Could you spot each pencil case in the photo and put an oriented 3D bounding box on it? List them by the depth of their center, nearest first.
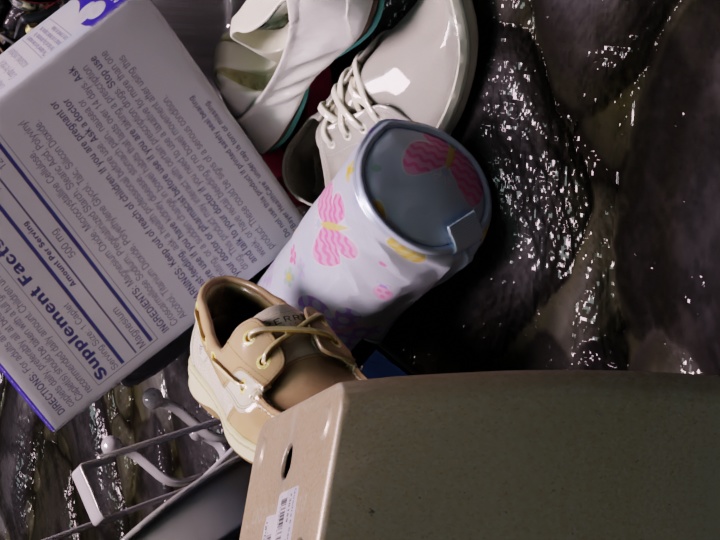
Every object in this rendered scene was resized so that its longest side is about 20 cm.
[{"bbox_3d":[0.000,0.000,0.998,0.091,0.083,0.200,65,147,21],"label":"pencil case"}]

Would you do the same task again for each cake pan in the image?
[{"bbox_3d":[-0.101,0.184,1.116,0.037,0.200,0.201,50,141,17],"label":"cake pan"}]

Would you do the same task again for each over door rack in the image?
[{"bbox_3d":[-0.130,0.111,1.068,0.067,0.200,0.148,52,136,8],"label":"over door rack"}]

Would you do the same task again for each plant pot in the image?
[{"bbox_3d":[0.043,0.139,0.736,0.200,0.176,0.201,144,137,-69],"label":"plant pot"}]

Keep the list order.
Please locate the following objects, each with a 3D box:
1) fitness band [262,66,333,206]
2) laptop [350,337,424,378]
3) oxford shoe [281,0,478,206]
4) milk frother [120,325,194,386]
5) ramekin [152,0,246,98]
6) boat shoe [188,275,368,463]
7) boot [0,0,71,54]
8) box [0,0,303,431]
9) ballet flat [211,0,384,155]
[{"bbox_3d":[-0.057,-0.134,1.156,0.144,0.037,0.201,108,148,-41],"label":"fitness band"},{"bbox_3d":[0.024,0.166,0.938,0.177,0.102,0.201,129,142,-54],"label":"laptop"},{"bbox_3d":[0.009,-0.092,1.001,0.200,0.057,0.076,-49,46,52],"label":"oxford shoe"},{"bbox_3d":[-0.169,-0.031,1.301,0.188,0.200,0.181,46,148,10],"label":"milk frother"},{"bbox_3d":[-0.147,-0.169,1.181,0.200,0.104,0.202,179,90,-69],"label":"ramekin"},{"bbox_3d":[-0.043,0.051,0.904,0.200,0.074,0.067,23,122,58],"label":"boat shoe"},{"bbox_3d":[-0.244,-0.110,1.112,0.154,0.073,0.204,-61,5,47],"label":"boot"},{"bbox_3d":[-0.167,-0.043,1.051,0.184,0.200,0.105,55,173,-24],"label":"box"},{"bbox_3d":[-0.050,-0.129,1.019,0.200,0.069,0.070,139,124,-60],"label":"ballet flat"}]
